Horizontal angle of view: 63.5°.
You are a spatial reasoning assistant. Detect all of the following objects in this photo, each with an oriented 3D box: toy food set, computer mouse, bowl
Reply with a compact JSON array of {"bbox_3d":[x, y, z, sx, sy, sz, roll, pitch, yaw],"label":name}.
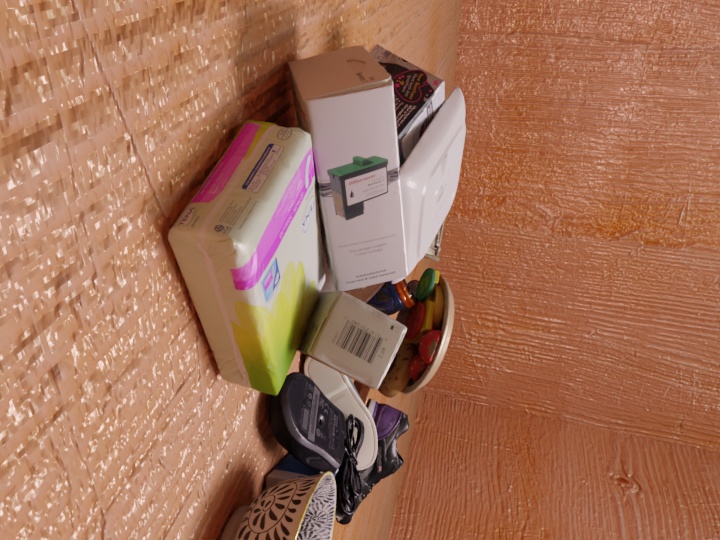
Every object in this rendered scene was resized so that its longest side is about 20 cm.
[{"bbox_3d":[0.087,0.096,0.925,0.200,0.048,0.201,132,-27,-59],"label":"toy food set"},{"bbox_3d":[-0.062,0.209,0.735,0.201,0.052,0.140,56,29,-35],"label":"computer mouse"},{"bbox_3d":[-0.098,0.312,0.631,0.201,0.093,0.204,10,90,-77],"label":"bowl"}]

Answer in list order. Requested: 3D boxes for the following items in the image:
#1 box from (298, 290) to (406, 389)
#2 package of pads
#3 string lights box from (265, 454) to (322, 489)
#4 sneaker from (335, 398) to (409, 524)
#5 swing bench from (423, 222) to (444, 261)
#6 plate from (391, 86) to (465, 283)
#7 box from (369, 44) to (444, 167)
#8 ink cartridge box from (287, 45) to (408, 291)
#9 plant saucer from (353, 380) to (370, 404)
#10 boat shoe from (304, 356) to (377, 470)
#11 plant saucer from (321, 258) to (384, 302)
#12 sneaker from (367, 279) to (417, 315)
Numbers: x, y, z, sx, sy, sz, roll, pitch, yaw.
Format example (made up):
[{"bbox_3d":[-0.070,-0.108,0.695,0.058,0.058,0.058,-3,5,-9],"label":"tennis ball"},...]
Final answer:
[{"bbox_3d":[-0.027,0.070,0.630,0.069,0.081,0.200,-63,-170,-10],"label":"box"},{"bbox_3d":[-0.087,-0.011,0.519,0.202,0.067,0.156,88,17,-46],"label":"package of pads"},{"bbox_3d":[-0.078,0.309,0.820,0.200,0.058,0.105,-5,101,-79],"label":"string lights box"},{"bbox_3d":[0.021,0.316,0.927,0.076,0.086,0.203,7,101,-87],"label":"sneaker"},{"bbox_3d":[0.141,-0.138,1.407,0.200,0.128,0.202,24,76,-78],"label":"swing bench"},{"bbox_3d":[0.096,-0.107,0.776,0.201,0.032,0.201,-57,159,-34],"label":"plate"},{"bbox_3d":[0.039,-0.174,0.796,0.133,0.114,0.200,-50,161,-13],"label":"box"},{"bbox_3d":[-0.013,-0.106,0.596,0.147,0.083,0.202,-113,-168,-57],"label":"ink cartridge box"},{"bbox_3d":[-0.010,0.236,1.003,0.200,0.032,0.203,18,89,-86],"label":"plant saucer"},{"bbox_3d":[-0.026,0.197,0.855,0.062,0.072,0.202,-102,170,-74],"label":"boat shoe"},{"bbox_3d":[0.000,0.000,0.791,0.200,0.037,0.201,-42,159,-19],"label":"plant saucer"},{"bbox_3d":[0.016,0.009,0.939,0.076,0.078,0.200,60,-3,-30],"label":"sneaker"}]
